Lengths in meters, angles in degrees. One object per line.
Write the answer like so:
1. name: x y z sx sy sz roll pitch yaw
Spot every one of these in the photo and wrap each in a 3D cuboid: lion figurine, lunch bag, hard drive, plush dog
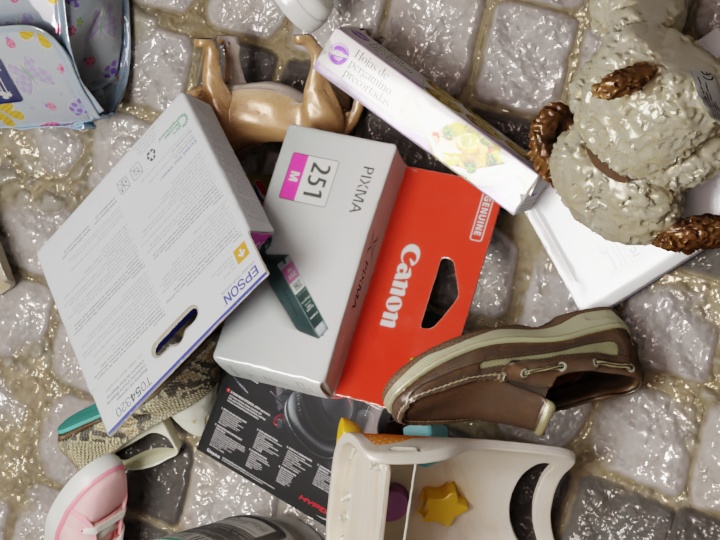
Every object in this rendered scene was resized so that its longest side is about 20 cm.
1. lion figurine: -0.070 -0.129 1.722 0.199 0.072 0.123 0 99 22
2. lunch bag: -0.288 -0.218 1.798 0.169 0.127 0.201 3 100 28
3. hard drive: 0.220 -0.070 1.601 0.200 0.025 0.132 -34 77 24
4. plush dog: 0.201 -0.092 1.530 0.200 0.160 0.172 38 134 23

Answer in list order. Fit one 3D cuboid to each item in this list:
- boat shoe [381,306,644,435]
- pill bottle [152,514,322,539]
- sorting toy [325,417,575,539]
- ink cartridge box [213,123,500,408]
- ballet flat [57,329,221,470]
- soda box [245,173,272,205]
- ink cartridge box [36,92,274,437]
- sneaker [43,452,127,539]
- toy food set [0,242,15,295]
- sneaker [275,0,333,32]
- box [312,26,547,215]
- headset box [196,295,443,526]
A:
1. boat shoe: 0.118 0.084 1.568 0.075 0.201 0.075 100 148 -54
2. pill bottle: -0.106 0.253 1.681 0.113 0.200 0.114 1 92 27
3. sorting toy: 0.071 0.187 1.612 0.179 0.107 0.201 -1 122 -13
4. ink cartridge box: 0.000 0.000 1.632 0.173 0.044 0.201 12 73 19
5. ballet flat: -0.168 0.119 1.791 0.200 0.068 0.075 -33 99 30
6. soda box: -0.155 -0.019 1.768 0.199 0.068 0.064 -19 83 26
7. ink cartridge box: -0.155 -0.002 1.670 0.196 0.043 0.201 -44 52 23
8. sneaker: -0.217 0.249 1.797 0.105 0.075 0.201 40 125 19
9. toy food set: -0.406 -0.016 1.899 0.199 0.060 0.144 -27 80 25
10. sneaker: -0.030 -0.296 1.680 0.115 0.074 0.201 -23 70 25
11. box: 0.055 -0.115 1.635 0.200 0.041 0.039 37 108 15
12. headset box: -0.022 0.084 1.702 0.148 0.075 0.201 27 104 23
